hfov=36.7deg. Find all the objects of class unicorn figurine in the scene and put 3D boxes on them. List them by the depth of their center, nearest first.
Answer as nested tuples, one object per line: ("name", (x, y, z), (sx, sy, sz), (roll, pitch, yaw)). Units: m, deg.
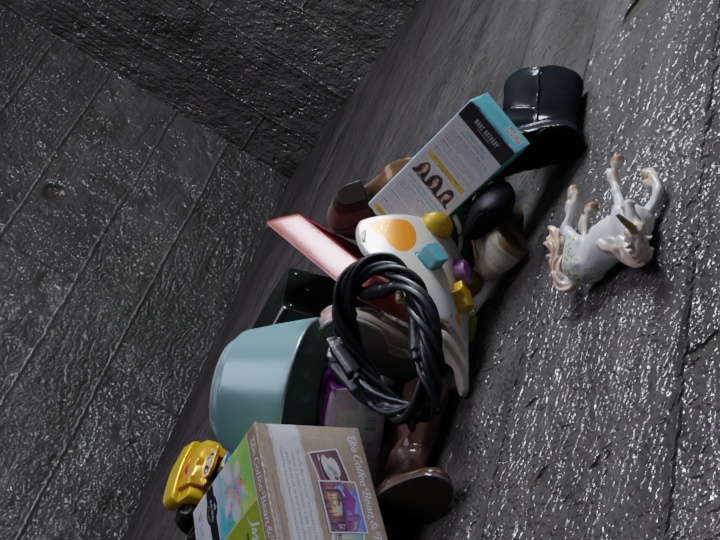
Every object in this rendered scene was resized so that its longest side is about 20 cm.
("unicorn figurine", (0.238, -0.040, 1.030), (0.201, 0.073, 0.138), (112, 171, -55))

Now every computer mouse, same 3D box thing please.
("computer mouse", (0.119, -0.054, 1.327), (0.200, 0.034, 0.059), (-39, 34, 48))

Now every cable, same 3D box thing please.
("cable", (0.036, 0.077, 1.167), (0.200, 0.050, 0.164), (44, 121, 43))

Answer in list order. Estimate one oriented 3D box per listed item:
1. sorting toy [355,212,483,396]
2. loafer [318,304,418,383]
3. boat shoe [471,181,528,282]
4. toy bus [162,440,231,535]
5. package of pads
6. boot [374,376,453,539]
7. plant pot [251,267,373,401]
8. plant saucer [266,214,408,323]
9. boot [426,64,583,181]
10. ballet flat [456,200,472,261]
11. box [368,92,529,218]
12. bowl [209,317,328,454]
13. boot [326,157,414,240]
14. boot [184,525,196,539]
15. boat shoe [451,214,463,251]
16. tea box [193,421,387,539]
("sorting toy", (0.088, 0.048, 1.259), (0.106, 0.201, 0.181), (-23, 37, 13))
("loafer", (0.015, 0.081, 1.340), (0.072, 0.199, 0.063), (-30, 50, 26))
("boat shoe", (0.162, -0.055, 1.366), (0.065, 0.072, 0.201), (-50, 20, 24))
("toy bus", (-0.145, 0.303, 1.511), (0.192, 0.199, 0.136), (-40, 22, 38))
("package of pads", (-0.019, 0.223, 1.297), (0.120, 0.075, 0.202), (-145, 62, -77))
("boot", (0.072, 0.181, 1.199), (0.186, 0.064, 0.201), (-44, 17, 53))
("plant pot", (-0.058, 0.115, 1.466), (0.200, 0.198, 0.179), (-88, 15, -67))
("plant saucer", (0.000, 0.000, 1.417), (0.200, 0.199, 0.037), (39, 97, 38))
("boot", (0.187, -0.190, 1.383), (0.198, 0.077, 0.169), (-7, 33, 14))
("ballet flat", (0.133, -0.106, 1.473), (0.074, 0.073, 0.202), (-93, 17, -70))
("box", (0.103, -0.115, 1.305), (0.200, 0.082, 0.049), (-43, -6, 35))
("bowl", (-0.112, 0.148, 1.299), (0.201, 0.104, 0.203), (9, -90, -76))
("boot", (0.050, -0.089, 1.459), (0.146, 0.198, 0.071), (66, -161, -73))
("boot", (-0.155, 0.383, 1.399), (0.201, 0.165, 0.072), (-57, 12, 14))
("boat shoe", (0.077, -0.024, 1.468), (0.060, 0.072, 0.201), (-18, -14, -24))
("tea box", (-0.074, 0.298, 1.148), (0.197, 0.132, 0.201), (-55, 39, 38))
